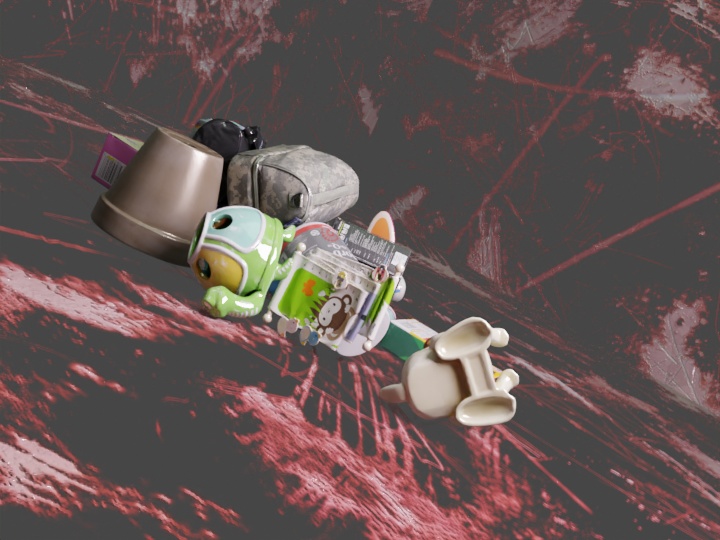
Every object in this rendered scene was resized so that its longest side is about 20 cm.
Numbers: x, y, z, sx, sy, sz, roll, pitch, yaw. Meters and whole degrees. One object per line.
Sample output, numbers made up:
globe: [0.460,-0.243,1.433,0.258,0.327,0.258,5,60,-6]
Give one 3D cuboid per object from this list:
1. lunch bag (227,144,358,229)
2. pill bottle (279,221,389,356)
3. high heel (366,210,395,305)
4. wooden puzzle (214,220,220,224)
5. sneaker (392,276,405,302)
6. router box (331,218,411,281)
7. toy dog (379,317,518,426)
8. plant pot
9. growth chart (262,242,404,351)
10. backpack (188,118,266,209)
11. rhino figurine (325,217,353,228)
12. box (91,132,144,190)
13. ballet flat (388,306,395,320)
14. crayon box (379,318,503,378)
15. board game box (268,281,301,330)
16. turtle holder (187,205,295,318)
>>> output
lunch bag: [-0.111,-0.135,1.398,0.165,0.142,0.199,6,15,27]
pill bottle: [-0.043,0.028,1.240,0.115,0.116,0.201,18,26,-45]
high heel: [0.045,-0.016,1.660,0.066,0.204,0.096,1,1,15]
wooden puzzle: [-0.192,-0.027,1.559,0.183,0.038,0.200,24,14,-22]
sneaker: [0.008,0.018,1.801,0.104,0.077,0.199,3,14,-39]
router box: [0.000,0.000,1.516,0.148,0.063,0.201,23,-26,1]
toy dog: [0.132,0.154,1.164,0.141,0.192,0.200,63,8,4]
plant pot: [-0.305,-0.125,1.322,0.198,0.175,0.200,27,8,-4]
growth chart: [-0.043,0.040,1.152,0.198,0.147,0.018,15,-8,32]
backpack: [-0.250,-0.206,1.488,0.125,0.169,0.200,26,11,-3]
rhino figurine: [-0.044,-0.033,1.629,0.086,0.202,0.060,10,51,8]
box: [-0.386,-0.172,1.609,0.175,0.098,0.199,31,11,27]
ballet flat: [-0.027,0.053,1.501,0.198,0.070,0.071,29,-10,-11]
crayon box: [0.143,0.154,1.421,0.198,0.052,0.125,29,9,21]
board game box: [-0.065,0.065,1.335,0.156,0.039,0.200,-5,34,-32]
turtle holder: [-0.182,-0.006,1.184,0.130,0.188,0.141,24,-23,-20]
